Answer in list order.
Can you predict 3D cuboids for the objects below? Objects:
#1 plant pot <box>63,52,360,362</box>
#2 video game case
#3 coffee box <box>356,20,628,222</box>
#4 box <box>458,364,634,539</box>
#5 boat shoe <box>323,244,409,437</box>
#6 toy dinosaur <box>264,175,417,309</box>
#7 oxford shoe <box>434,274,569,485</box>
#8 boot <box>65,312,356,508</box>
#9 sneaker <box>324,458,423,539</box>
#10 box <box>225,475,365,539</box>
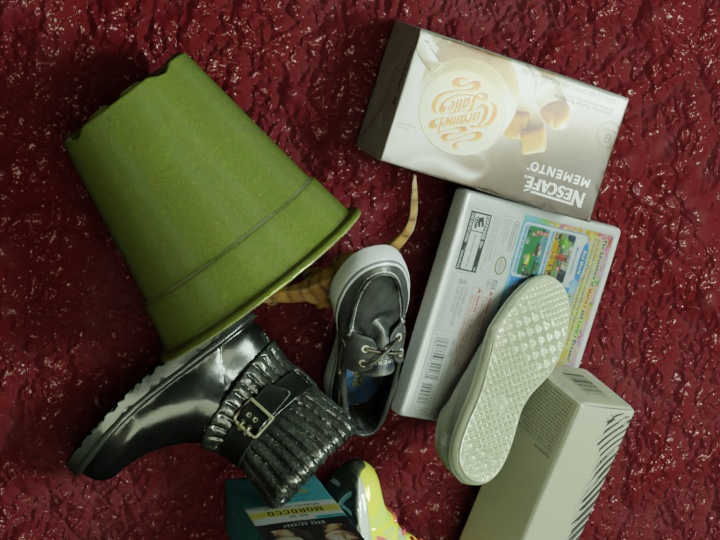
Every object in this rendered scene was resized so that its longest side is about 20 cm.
[{"bbox_3d":[-0.133,-0.064,1.489,0.199,0.200,0.191,-36,97,-6],"label":"plant pot"},{"bbox_3d":[0.129,0.041,1.639,0.181,0.024,0.202,12,99,-35],"label":"video game case"},{"bbox_3d":[0.111,-0.126,1.590,0.198,0.080,0.115,16,97,-19],"label":"coffee box"},{"bbox_3d":[0.160,0.189,1.653,0.068,0.082,0.201,8,112,-35],"label":"box"},{"bbox_3d":[0.008,0.065,1.556,0.069,0.067,0.201,-8,140,-21],"label":"boat shoe"},{"bbox_3d":[0.000,0.000,1.558,0.199,0.061,0.106,-28,157,26],"label":"toy dinosaur"},{"bbox_3d":[0.118,0.090,1.603,0.075,0.058,0.201,35,70,-23],"label":"oxford shoe"},{"bbox_3d":[-0.123,0.143,1.556,0.211,0.079,0.158,-39,91,-5],"label":"boot"},{"bbox_3d":[0.026,0.251,1.659,0.090,0.078,0.202,-20,113,-20],"label":"sneaker"},{"bbox_3d":[-0.053,0.224,1.555,0.082,0.200,0.050,-5,104,-16],"label":"box"}]
